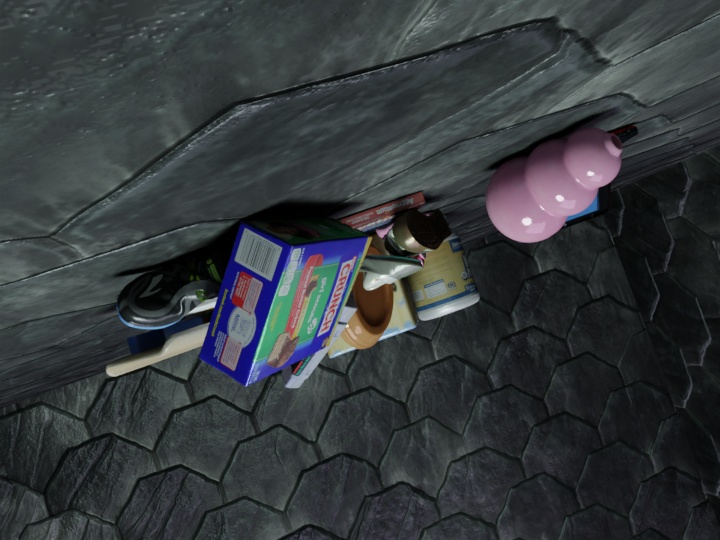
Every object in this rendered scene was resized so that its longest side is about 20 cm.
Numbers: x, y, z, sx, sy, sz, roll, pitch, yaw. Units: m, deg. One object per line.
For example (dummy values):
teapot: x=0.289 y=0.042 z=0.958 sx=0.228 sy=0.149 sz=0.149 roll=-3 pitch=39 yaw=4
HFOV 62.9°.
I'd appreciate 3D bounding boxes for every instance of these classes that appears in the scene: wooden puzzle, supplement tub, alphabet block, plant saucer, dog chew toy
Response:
wooden puzzle: x=-0.258 y=0.093 z=0.872 sx=0.199 sy=0.047 sz=0.184 roll=-23 pitch=177 yaw=41
supplement tub: x=0.165 y=-0.006 z=1.293 sx=0.143 sy=0.202 sz=0.145 roll=-19 pitch=177 yaw=-1
alphabet block: x=0.002 y=0.049 z=1.240 sx=0.193 sy=0.202 sz=0.196 roll=-20 pitch=177 yaw=4
plant saucer: x=0.009 y=0.037 z=1.043 sx=0.037 sy=0.203 sz=0.200 roll=-6 pitch=-176 yaw=30
dog chew toy: x=0.267 y=-0.122 z=0.809 sx=0.124 sy=0.126 sz=0.200 roll=-17 pitch=168 yaw=-40

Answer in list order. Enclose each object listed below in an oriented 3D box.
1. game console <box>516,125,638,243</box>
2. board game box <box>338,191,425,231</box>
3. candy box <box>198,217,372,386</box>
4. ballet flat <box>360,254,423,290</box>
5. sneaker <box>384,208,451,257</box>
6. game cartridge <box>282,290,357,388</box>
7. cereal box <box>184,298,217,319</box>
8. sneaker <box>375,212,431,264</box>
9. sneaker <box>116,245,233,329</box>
game console: x=0.363 y=-0.141 z=1.002 sx=0.198 sy=0.120 sz=0.172 roll=-20 pitch=177 yaw=-7
board game box: x=-0.006 y=-0.068 z=0.880 sx=0.198 sy=0.020 sz=0.103 roll=-20 pitch=176 yaw=-7
candy box: x=-0.082 y=0.026 z=0.707 sx=0.076 sy=0.171 sz=0.200 roll=26 pitch=-163 yaw=19
ballet flat: x=0.000 y=0.000 z=0.932 sx=0.197 sy=0.065 sz=0.067 roll=10 pitch=178 yaw=16
sneaker: x=0.075 y=-0.048 z=0.914 sx=0.089 sy=0.068 sz=0.200 roll=-27 pitch=177 yaw=24
game cartridge: x=-0.075 y=0.072 z=0.889 sx=0.038 sy=0.131 sz=0.201 roll=14 pitch=130 yaw=-26
cereal box: x=-0.200 y=0.032 z=0.846 sx=0.198 sy=0.040 sz=0.144 roll=-18 pitch=177 yaw=-19
sneaker: x=0.099 y=-0.053 z=1.095 sx=0.078 sy=0.096 sz=0.199 roll=-23 pitch=177 yaw=32
sneaker: x=-0.190 y=0.007 z=0.696 sx=0.198 sy=0.071 sz=0.083 roll=-20 pitch=165 yaw=-29
